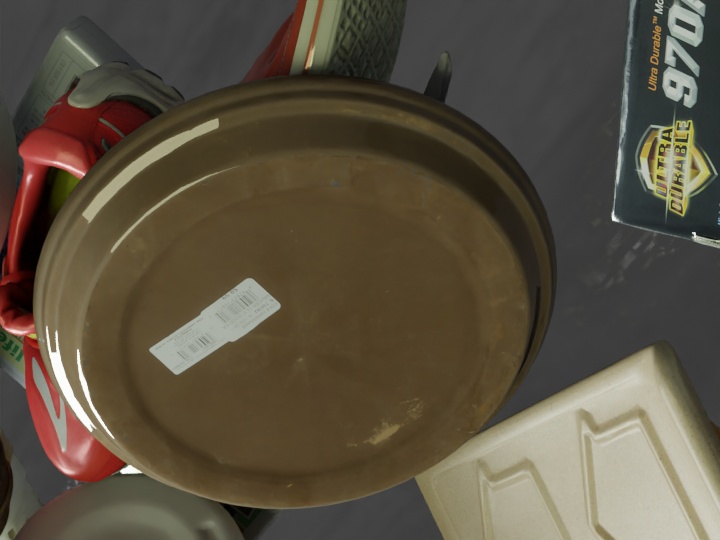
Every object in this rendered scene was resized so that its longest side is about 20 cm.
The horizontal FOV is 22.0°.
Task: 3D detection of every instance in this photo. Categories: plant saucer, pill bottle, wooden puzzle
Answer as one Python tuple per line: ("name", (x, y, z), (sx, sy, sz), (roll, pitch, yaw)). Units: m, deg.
("plant saucer", (-0.022, 0.019, 0.687), (0.197, 0.030, 0.202), (-4, 129, -5))
("pill bottle", (-0.098, 0.198, 0.861), (0.110, 0.111, 0.201), (18, 139, 19))
("wooden puzzle", (0.113, 0.133, 0.712), (0.187, 0.046, 0.200), (64, 149, 7))

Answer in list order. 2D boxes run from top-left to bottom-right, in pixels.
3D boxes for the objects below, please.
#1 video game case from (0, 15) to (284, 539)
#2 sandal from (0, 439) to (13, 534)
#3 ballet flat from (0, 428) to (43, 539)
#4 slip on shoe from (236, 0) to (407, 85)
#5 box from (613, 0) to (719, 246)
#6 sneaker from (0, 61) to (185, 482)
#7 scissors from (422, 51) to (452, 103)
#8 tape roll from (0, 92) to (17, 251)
("video game case", (-0.088, 0.016, 0.815), (0.200, 0.022, 0.182), (41, 129, 1))
("sandal", (-0.183, 0.101, 0.784), (0.079, 0.057, 0.203), (12, 105, 23))
("ballet flat", (-0.188, 0.139, 0.931), (0.062, 0.069, 0.201), (9, 129, -8))
("slip on shoe", (-0.034, -0.051, 0.702), (0.061, 0.074, 0.202), (29, 120, 15))
("box", (0.166, -0.093, 0.578), (0.157, 0.046, 0.202), (14, 124, 23))
("sneaker", (-0.122, 0.011, 0.761), (0.076, 0.085, 0.202), (21, 126, 18))
("scissors", (0.000, 0.000, 0.732), (0.072, 0.014, 0.202), (17, 125, 24))
("tape roll", (-0.243, -0.034, 0.758), (0.200, 0.204, 0.071), (11, 158, 24))
